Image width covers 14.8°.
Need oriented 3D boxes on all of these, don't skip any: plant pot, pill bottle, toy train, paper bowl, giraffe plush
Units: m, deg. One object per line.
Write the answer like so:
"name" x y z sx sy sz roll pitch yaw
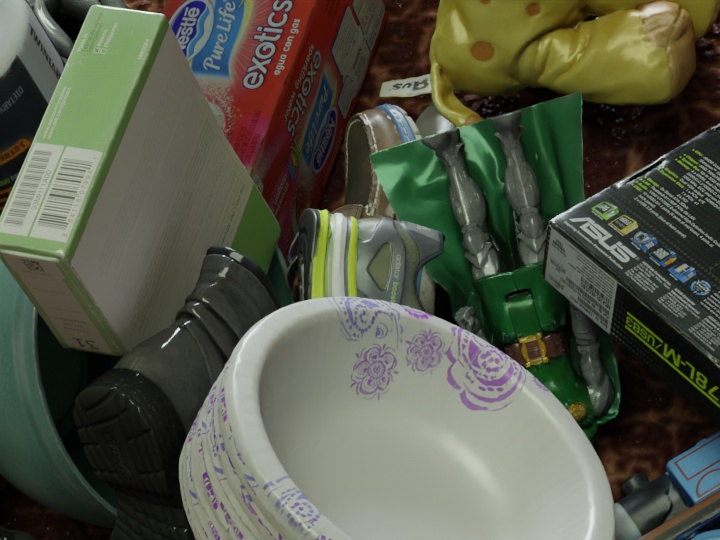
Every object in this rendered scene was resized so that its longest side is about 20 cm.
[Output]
"plant pot" -0.146 0.045 1.495 0.134 0.200 0.200 -6 53 41
"pill bottle" -0.201 -0.073 1.566 0.106 0.200 0.106 -9 56 13
"toy train" 0.213 0.116 1.391 0.200 0.087 0.114 -30 47 -4
"paper bowl" 0.011 0.116 1.312 0.200 0.104 0.201 19 38 -15
"giraffe plush" 0.091 -0.187 1.545 0.200 0.162 0.173 -17 35 -3

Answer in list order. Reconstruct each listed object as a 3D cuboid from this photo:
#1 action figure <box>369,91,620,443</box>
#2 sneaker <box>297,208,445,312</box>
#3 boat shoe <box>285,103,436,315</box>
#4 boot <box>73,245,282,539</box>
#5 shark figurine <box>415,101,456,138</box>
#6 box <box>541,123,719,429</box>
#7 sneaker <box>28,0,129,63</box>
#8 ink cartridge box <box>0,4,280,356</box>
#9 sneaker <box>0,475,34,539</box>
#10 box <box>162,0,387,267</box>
"action figure" 0.087 0.018 1.460 0.118 0.055 0.200 -17 92 15
"sneaker" 0.012 0.066 1.429 0.081 0.074 0.200 -3 100 -4
"boat shoe" 0.000 0.000 1.506 0.072 0.072 0.200 4 66 -18
"boot" -0.071 0.098 1.403 0.070 0.200 0.132 18 43 25
"shark figurine" 0.089 -0.026 1.518 0.214 0.090 0.128 25 69 31
"box" 0.226 0.003 1.389 0.193 0.048 0.200 -28 52 -29
"sneaker" -0.190 -0.146 1.662 0.200 0.115 0.075 32 71 31
"ink cartridge box" -0.109 -0.018 1.412 0.048 0.200 0.146 8 61 21
"sneaker" -0.243 0.119 1.544 0.086 0.080 0.200 -26 62 -15
"box" -0.065 -0.105 1.606 0.095 0.100 0.200 8 61 22
